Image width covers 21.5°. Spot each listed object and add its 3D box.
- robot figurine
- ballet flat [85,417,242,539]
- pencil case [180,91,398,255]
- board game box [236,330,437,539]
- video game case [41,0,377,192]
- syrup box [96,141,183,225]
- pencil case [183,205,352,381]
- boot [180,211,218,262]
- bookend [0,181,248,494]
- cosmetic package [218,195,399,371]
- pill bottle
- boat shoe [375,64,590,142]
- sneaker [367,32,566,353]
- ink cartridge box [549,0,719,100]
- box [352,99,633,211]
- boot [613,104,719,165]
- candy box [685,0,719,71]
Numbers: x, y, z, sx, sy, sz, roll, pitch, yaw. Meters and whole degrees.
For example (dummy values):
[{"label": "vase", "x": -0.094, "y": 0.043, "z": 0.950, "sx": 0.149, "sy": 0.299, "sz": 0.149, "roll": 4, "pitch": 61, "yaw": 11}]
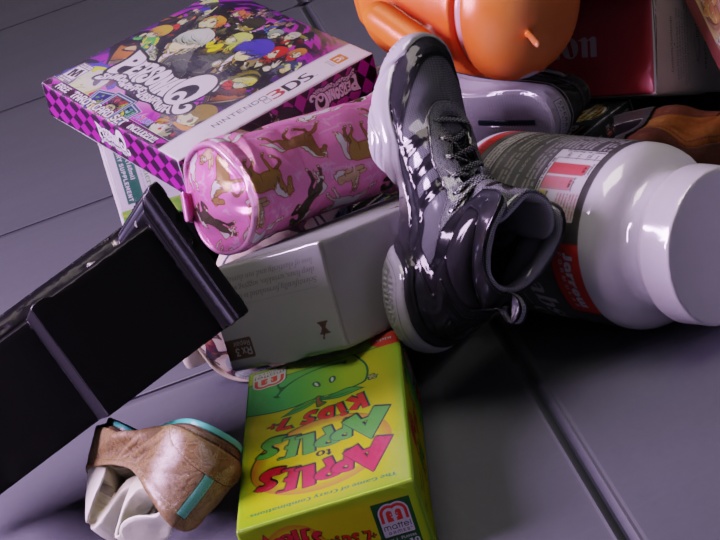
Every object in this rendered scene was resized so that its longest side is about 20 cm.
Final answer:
[{"label": "robot figurine", "x": 0.077, "y": -0.203, "z": 1.395, "sx": 0.199, "sy": 0.118, "sz": 0.143, "roll": 18, "pitch": 8, "yaw": 42}, {"label": "ballet flat", "x": -0.126, "y": 0.127, "z": 1.116, "sx": 0.073, "sy": 0.068, "sz": 0.200, "roll": -62, "pitch": 20, "yaw": -15}, {"label": "pencil case", "x": -0.028, "y": -0.075, "z": 1.292, "sx": 0.199, "sy": 0.087, "sz": 0.083, "roll": -22, "pitch": 61, "yaw": -38}, {"label": "board game box", "x": -0.014, "y": 0.107, "z": 1.100, "sx": 0.101, "sy": 0.048, "sz": 0.200, "roll": -17, "pitch": 21, "yaw": 5}, {"label": "video game case", "x": -0.115, "y": -0.139, "z": 1.425, "sx": 0.180, "sy": 0.036, "sz": 0.199, "roll": -31, "pitch": 38, "yaw": -25}, {"label": "syrup box", "x": -0.104, "y": -0.106, "z": 1.493, "sx": 0.198, "sy": 0.080, "sz": 0.081, "roll": -17, "pitch": 16, "yaw": -4}, {"label": "pencil case", "x": -0.063, "y": -0.013, "z": 1.342, "sx": 0.089, "sy": 0.078, "sz": 0.201, "roll": -4, "pitch": 40, "yaw": 22}, {"label": "boot", "x": -0.092, "y": -0.015, "z": 1.451, "sx": 0.161, "sy": 0.074, "sz": 0.199, "roll": -14, "pitch": 22, "yaw": -4}, {"label": "bookend", "x": -0.182, "y": 0.053, "z": 1.128, "sx": 0.199, "sy": 0.092, "sz": 0.199, "roll": -37, "pitch": 3, "yaw": -12}, {"label": "cosmetic package", "x": 0.000, "y": 0.000, "z": 1.248, "sx": 0.101, "sy": 0.075, "sz": 0.199, "roll": -14, "pitch": 4, "yaw": 35}, {"label": "pill bottle", "x": 0.152, "y": -0.025, "z": 1.189, "sx": 0.115, "sy": 0.117, "sz": 0.199, "roll": -31, "pitch": 24, "yaw": -30}, {"label": "boat shoe", "x": 0.085, "y": -0.124, "z": 1.448, "sx": 0.199, "sy": 0.073, "sz": 0.071, "roll": 12, "pitch": 27, "yaw": 36}, {"label": "sneaker", "x": 0.068, "y": -0.055, "z": 1.155, "sx": 0.075, "sy": 0.202, "sz": 0.113, "roll": 6, "pitch": -13, "yaw": -40}, {"label": "ink cartridge box", "x": 0.175, "y": -0.177, "z": 1.514, "sx": 0.199, "sy": 0.085, "sz": 0.175, "roll": 1, "pitch": 6, "yaw": 42}, {"label": "box", "x": 0.098, "y": -0.068, "z": 1.441, "sx": 0.158, "sy": 0.046, "sz": 0.200, "roll": 0, "pitch": 28, "yaw": 41}, {"label": "boot", "x": 0.278, "y": -0.077, "z": 1.320, "sx": 0.198, "sy": 0.069, "sz": 0.188, "roll": -7, "pitch": 15, "yaw": 10}, {"label": "candy box", "x": 0.352, "y": -0.211, "z": 1.440, "sx": 0.198, "sy": 0.116, "sz": 0.055, "roll": -20, "pitch": -13, "yaw": -20}]
